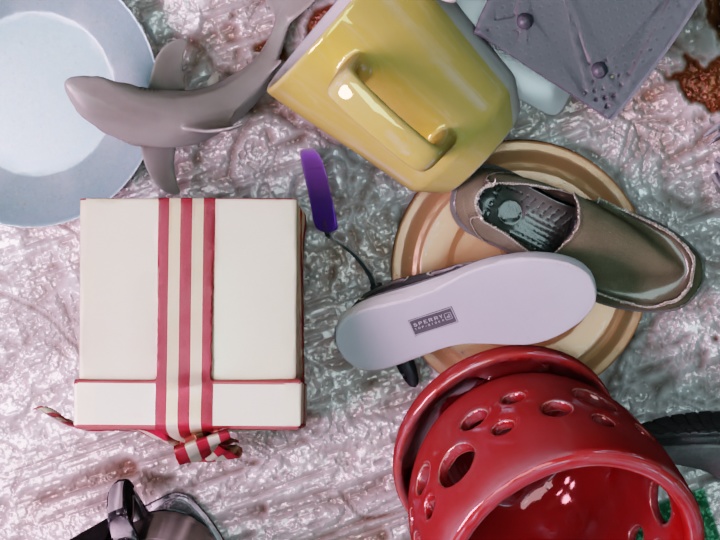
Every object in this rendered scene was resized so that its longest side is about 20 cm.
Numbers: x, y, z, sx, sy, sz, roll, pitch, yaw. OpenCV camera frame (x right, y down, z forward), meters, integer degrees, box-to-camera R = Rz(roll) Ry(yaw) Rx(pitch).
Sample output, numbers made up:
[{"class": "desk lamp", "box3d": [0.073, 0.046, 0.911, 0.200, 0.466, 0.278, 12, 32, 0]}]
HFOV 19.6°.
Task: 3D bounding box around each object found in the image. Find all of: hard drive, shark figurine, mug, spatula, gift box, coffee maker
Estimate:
[{"class": "hard drive", "box3d": [0.184, -0.225, 1.503, 0.134, 0.042, 0.201, 32, 95, -1]}, {"class": "shark figurine", "box3d": [-0.100, -0.133, 1.546, 0.214, 0.089, 0.129, -34, 118, -21]}, {"class": "mug", "box3d": [0.027, -0.126, 1.519, 0.153, 0.149, 0.187, 42, 52, -9]}, {"class": "spatula", "box3d": [0.000, 0.000, 1.588, 0.020, 0.056, 0.201, -31, 100, -15]}, {"class": "gift box", "box3d": [-0.133, 0.048, 1.531, 0.198, 0.185, 0.189, -2, 86, 5]}, {"class": "coffee maker", "box3d": [-0.185, 0.265, 1.532, 0.135, 0.200, 0.192, 40, 94, -1]}]

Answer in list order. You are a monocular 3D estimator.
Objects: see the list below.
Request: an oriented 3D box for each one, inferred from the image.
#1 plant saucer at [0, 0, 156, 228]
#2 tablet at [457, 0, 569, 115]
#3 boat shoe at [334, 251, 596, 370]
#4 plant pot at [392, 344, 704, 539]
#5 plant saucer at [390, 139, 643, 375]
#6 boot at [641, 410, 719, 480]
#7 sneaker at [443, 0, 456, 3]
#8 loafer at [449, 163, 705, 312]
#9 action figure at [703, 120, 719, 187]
[{"class": "plant saucer", "box3d": [-0.250, -0.134, 1.584, 0.199, 0.039, 0.203, 0, 94, 1]}, {"class": "tablet", "box3d": [0.140, -0.234, 1.581, 0.129, 0.014, 0.201, 28, 94, -1]}, {"class": "boat shoe", "box3d": [0.076, 0.022, 1.531, 0.198, 0.057, 0.069, -13, 111, 15]}, {"class": "plant pot", "box3d": [0.128, 0.164, 1.506, 0.199, 0.183, 0.202, -6, 122, -10]}, {"class": "plant saucer", "box3d": [0.122, 0.001, 1.591, 0.198, 0.032, 0.202, 0, 94, 1]}, {"class": "boot", "box3d": [0.302, 0.179, 1.585, 0.198, 0.070, 0.133, 2, 100, 5]}, {"class": "sneaker", "box3d": [0.126, -0.248, 1.442, 0.199, 0.075, 0.082, -18, 97, 16]}, {"class": "loafer", "box3d": [0.160, -0.019, 1.537, 0.198, 0.070, 0.076, 19, 95, 0]}, {"class": "action figure", "box3d": [0.338, -0.065, 1.564, 0.129, 0.069, 0.201, -23, 90, 12]}]
